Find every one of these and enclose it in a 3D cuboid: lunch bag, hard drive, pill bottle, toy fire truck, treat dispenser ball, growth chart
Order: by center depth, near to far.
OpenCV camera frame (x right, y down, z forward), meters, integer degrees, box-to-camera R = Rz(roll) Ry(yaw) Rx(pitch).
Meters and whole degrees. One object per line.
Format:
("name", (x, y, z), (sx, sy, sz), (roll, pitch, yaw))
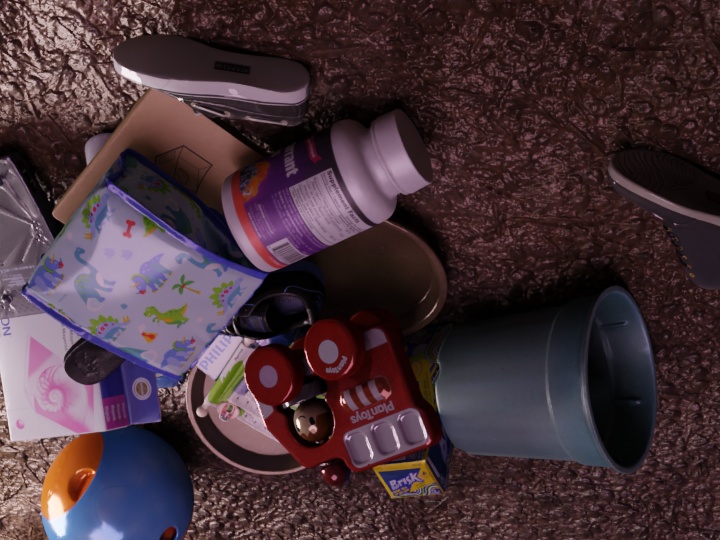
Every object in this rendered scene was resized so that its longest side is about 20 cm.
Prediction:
("pill bottle", (-0.032, -0.086, 1.487), (0.199, 0.112, 0.112), (-24, 126, 17))
("lunch bag", (-0.221, 0.001, 1.533), (0.200, 0.128, 0.170), (37, 113, -12))
("toy fire truck", (-0.023, 0.141, 1.577), (0.199, 0.112, 0.169), (-25, 82, 29))
("hard drive", (-0.403, -0.041, 1.671), (0.134, 0.042, 0.201), (-8, 119, 23))
("growth chart", (-0.073, 0.151, 1.691), (0.199, 0.018, 0.145), (26, 111, -5))
("treat dispenser ball", (-0.318, 0.304, 1.916), (0.200, 0.202, 0.202), (8, 137, 7))

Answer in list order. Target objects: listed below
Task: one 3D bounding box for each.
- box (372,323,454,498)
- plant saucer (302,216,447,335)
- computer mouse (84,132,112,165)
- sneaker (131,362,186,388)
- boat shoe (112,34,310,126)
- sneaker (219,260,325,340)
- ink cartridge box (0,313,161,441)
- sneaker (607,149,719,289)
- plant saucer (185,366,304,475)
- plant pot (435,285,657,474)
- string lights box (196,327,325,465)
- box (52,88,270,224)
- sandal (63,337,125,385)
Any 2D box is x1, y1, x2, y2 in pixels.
("box", (0.071, 0.158, 1.657), (0.070, 0.201, 0.064), (-10, 133, 24))
("plant saucer", (0.000, 0.000, 1.629), (0.199, 0.030, 0.201), (8, 136, 8))
("computer mouse", (-0.251, -0.067, 1.626), (0.109, 0.044, 0.201), (-9, 132, 21))
("sneaker", (-0.239, 0.092, 1.779), (0.089, 0.079, 0.200), (20, 136, -39))
("boat shoe", (-0.151, -0.183, 1.461), (0.199, 0.071, 0.064), (12, 136, 1))
("sneaker", (-0.136, 0.041, 1.593), (0.199, 0.078, 0.070), (-12, 123, 9))
("ink cartridge box", (-0.344, 0.096, 1.739), (0.199, 0.043, 0.198), (-10, 89, 25))
("sneaker", (0.323, -0.044, 1.470), (0.199, 0.075, 0.106), (21, 134, -9))
("plant saucer", (-0.114, 0.157, 1.787), (0.199, 0.030, 0.201), (2, 113, 5))
("plant pot", (0.201, 0.125, 1.610), (0.195, 0.201, 0.201), (-7, 134, 33))
("string lights box", (-0.086, 0.126, 1.723), (0.200, 0.059, 0.103), (38, 111, -9))
("box", (-0.208, -0.089, 1.565), (0.163, 0.021, 0.200), (34, 115, -21))
("sandal", (-0.257, 0.065, 1.664), (0.200, 0.045, 0.075), (-44, 119, 9))
